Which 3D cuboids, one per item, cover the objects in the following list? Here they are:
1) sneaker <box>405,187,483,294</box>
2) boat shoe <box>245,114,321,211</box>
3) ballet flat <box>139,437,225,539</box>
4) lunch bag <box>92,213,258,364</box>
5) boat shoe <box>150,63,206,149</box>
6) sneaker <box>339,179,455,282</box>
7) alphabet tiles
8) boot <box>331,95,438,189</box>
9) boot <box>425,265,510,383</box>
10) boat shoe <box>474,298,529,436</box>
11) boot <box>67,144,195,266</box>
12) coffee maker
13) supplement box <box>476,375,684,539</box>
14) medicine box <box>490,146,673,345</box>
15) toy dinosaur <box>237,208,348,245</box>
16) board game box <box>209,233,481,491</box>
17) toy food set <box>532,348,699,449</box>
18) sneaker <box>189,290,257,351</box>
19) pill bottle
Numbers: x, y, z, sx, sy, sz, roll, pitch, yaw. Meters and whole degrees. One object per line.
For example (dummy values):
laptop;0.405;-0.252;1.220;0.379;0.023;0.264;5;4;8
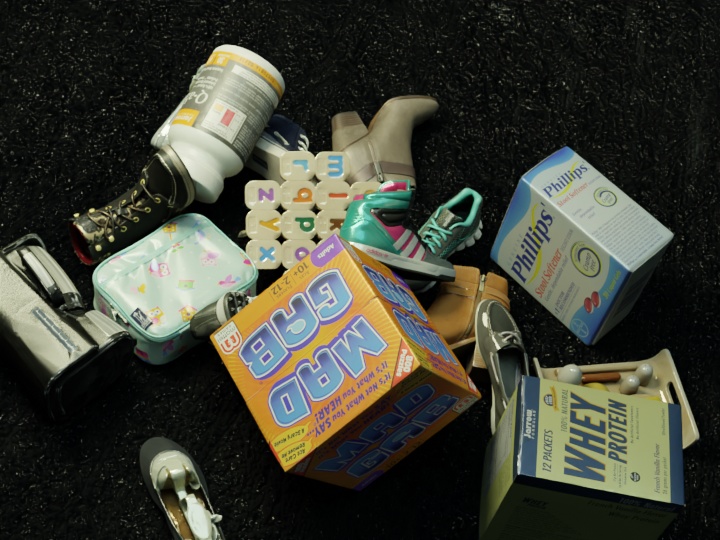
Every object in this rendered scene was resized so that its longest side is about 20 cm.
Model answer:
sneaker;0.105;-0.048;1.795;0.077;0.091;0.200;34;55;15
boat shoe;-0.096;-0.162;1.838;0.093;0.075;0.200;-29;53;-31
ballet flat;-0.207;0.269;1.514;0.073;0.073;0.200;-16;58;-21
lunch bag;-0.248;0.020;1.683;0.200;0.077;0.160;-34;67;-31
boat shoe;-0.242;-0.248;1.887;0.065;0.075;0.203;21;60;0
sneaker;0.054;-0.055;1.666;0.200;0.083;0.121;17;79;-43
alphabet tiles;-0.061;-0.062;1.747;0.195;0.015;0.201;-1;88;-13
boot;0.050;-0.178;1.903;0.199;0.070;0.147;-14;64;-19
boot;0.112;0.054;1.723;0.199;0.077;0.156;14;58;-8
boat shoe;0.197;0.131;1.662;0.067;0.057;0.201;1;75;-34
boot;-0.302;-0.081;1.681;0.150;0.200;0.073;-32;85;-23
coffee maker;-0.410;0.087;1.588;0.192;0.135;0.200;-45;69;-5
supplement box;0.260;0.249;1.538;0.199;0.200;0.135;11;53;-3
medicine box;0.299;-0.033;1.765;0.103;0.182;0.200;-35;67;-31
toy dinosaur;-0.064;-0.055;1.798;0.199;0.048;0.088;18;59;6
board game box;-0.016;0.116;1.533;0.200;0.200;0.200;-39;62;11
toy food set;0.337;0.173;1.698;0.199;0.061;0.144;-3;55;-13
sneaker;-0.149;0.070;1.634;0.090;0.200;0.067;-20;74;24
pill bottle;-0.196;-0.202;1.777;0.116;0.116;0.201;25;73;8
